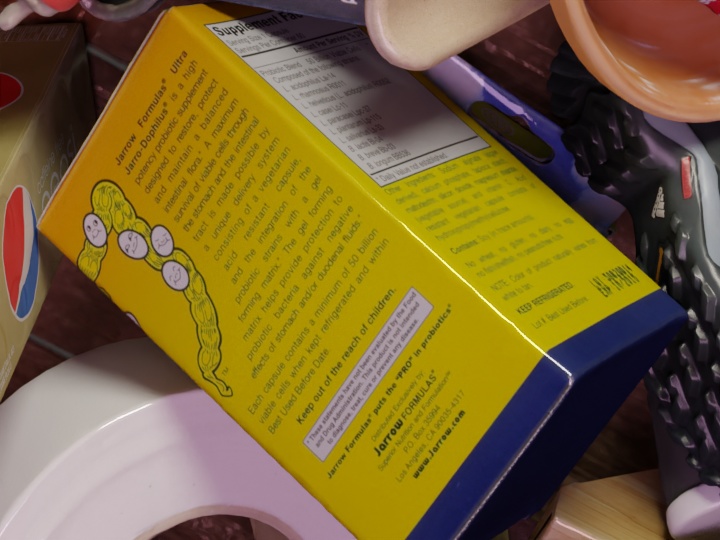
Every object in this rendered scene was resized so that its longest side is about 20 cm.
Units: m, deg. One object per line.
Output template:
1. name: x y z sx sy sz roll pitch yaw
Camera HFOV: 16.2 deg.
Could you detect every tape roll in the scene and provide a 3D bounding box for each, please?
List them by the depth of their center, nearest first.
1. tape roll: -0.075 0.131 1.003 0.201 0.071 0.204 -8 110 -24

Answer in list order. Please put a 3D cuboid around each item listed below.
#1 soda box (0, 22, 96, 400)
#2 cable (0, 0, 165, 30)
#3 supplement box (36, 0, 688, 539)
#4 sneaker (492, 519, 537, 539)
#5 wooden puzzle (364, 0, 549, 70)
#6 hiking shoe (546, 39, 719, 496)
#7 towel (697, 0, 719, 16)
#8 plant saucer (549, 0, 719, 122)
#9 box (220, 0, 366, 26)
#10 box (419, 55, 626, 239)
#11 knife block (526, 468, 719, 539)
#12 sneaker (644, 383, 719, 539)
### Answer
1. soda box: -0.150 -0.023 0.954 0.064 0.200 0.068 -1 119 8
2. cable: -0.062 -0.141 0.833 0.199 0.050 0.097 -25 111 34
3. supplement box: 0.000 0.000 0.931 0.200 0.109 0.110 43 118 15
4. sneaker: 0.131 0.169 1.115 0.090 0.075 0.200 -27 122 18
5. wooden puzzle: 0.057 -0.189 0.878 0.037 0.185 0.201 18 120 28
6. hiking shoe: 0.145 -0.009 0.963 0.086 0.074 0.201 -16 86 -24
7. towel: 0.144 -0.162 0.874 0.200 0.022 0.145 27 90 -46
8. plant saucer: 0.130 -0.154 0.906 0.199 0.037 0.202 -18 119 -36
9. box: -0.046 -0.207 0.900 0.147 0.107 0.201 9 118 3
10. box: 0.011 -0.002 1.042 0.122 0.048 0.200 32 115 -14
11. knife block: 0.177 0.160 1.033 0.199 0.176 0.064 -6 138 -37
12. sneaker: 0.201 0.052 1.047 0.199 0.100 0.071 -2 154 -29
